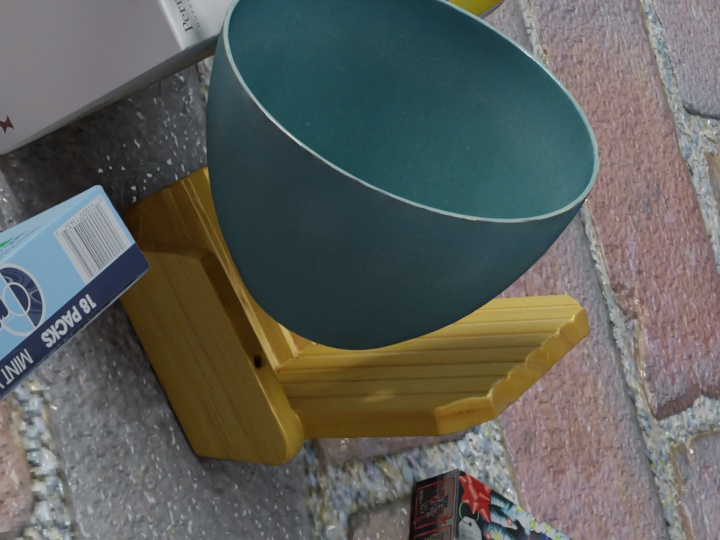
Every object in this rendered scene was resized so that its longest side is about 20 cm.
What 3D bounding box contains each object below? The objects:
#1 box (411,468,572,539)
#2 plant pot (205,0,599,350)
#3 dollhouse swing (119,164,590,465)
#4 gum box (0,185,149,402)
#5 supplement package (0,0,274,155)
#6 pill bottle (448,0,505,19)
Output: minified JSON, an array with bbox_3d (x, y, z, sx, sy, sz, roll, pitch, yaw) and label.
[{"bbox_3d":[0.084,0.241,1.176,0.137,0.040,0.202,33,48,-37],"label":"box"},{"bbox_3d":[0.004,-0.039,0.970,0.198,0.135,0.201,17,35,-12],"label":"plant pot"},{"bbox_3d":[0.000,0.000,1.079,0.200,0.175,0.183,-33,99,-52],"label":"dollhouse swing"},{"bbox_3d":[-0.205,0.049,0.768,0.045,0.199,0.170,58,37,-12],"label":"gum box"},{"bbox_3d":[-0.132,-0.200,1.035,0.200,0.146,0.193,-36,101,-54],"label":"supplement package"},{"bbox_3d":[0.044,-0.212,1.297,0.113,0.111,0.200,61,37,-8],"label":"pill bottle"}]
